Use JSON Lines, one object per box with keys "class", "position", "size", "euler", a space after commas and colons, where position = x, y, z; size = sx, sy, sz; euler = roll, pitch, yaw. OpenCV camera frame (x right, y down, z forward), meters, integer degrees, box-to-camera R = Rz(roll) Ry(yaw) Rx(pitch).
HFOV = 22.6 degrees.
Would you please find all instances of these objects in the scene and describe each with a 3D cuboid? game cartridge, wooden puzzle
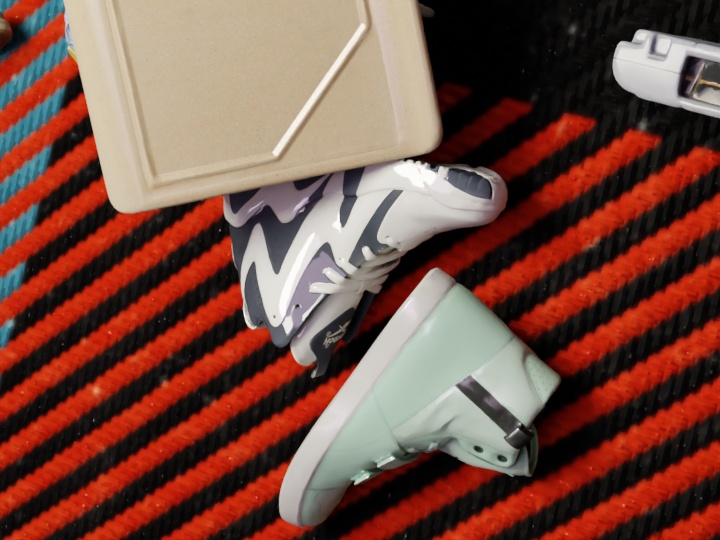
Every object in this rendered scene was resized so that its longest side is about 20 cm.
{"class": "game cartridge", "position": [0.240, -0.081, 0.897], "size": [0.199, 0.133, 0.042], "euler": [19, 98, 31]}
{"class": "wooden puzzle", "position": [-0.065, -0.140, 1.009], "size": [0.198, 0.037, 0.186], "euler": [-10, 99, 9]}

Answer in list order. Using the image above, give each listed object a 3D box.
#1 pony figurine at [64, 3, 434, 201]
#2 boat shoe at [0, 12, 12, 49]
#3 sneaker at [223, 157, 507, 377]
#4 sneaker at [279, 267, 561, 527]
{"class": "pony figurine", "position": [-0.078, -0.174, 1.081], "size": [0.200, 0.167, 0.193], "euler": [-42, 88, -7]}
{"class": "boat shoe", "position": [-0.331, -0.171, 1.280], "size": [0.199, 0.073, 0.063], "euler": [-7, 88, 32]}
{"class": "sneaker", "position": [0.000, 0.000, 1.073], "size": [0.198, 0.079, 0.131], "euler": [1, 91, 31]}
{"class": "sneaker", "position": [0.035, 0.107, 1.055], "size": [0.118, 0.074, 0.201], "euler": [37, 123, 5]}
